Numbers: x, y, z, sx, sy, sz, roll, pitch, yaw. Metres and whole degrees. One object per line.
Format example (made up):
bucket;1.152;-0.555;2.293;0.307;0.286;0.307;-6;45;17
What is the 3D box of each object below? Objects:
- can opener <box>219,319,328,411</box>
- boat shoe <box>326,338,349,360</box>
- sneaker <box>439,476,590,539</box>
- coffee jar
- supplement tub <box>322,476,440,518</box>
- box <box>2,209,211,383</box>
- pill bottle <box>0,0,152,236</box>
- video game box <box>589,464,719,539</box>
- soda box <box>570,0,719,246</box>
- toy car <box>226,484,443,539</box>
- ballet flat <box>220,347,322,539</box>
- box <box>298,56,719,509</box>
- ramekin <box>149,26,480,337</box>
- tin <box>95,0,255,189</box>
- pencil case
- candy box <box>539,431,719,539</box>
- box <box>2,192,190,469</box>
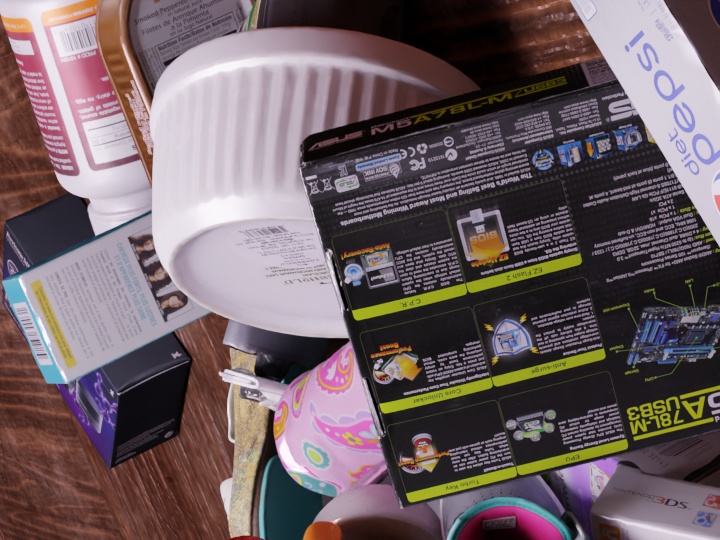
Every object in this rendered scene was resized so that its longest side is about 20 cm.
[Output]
can opener;0.005;0.071;1.321;0.053;0.200;0.067;8;85;62
boat shoe;-0.017;0.016;1.423;0.069;0.071;0.200;-104;19;-54
sneaker;0.074;0.144;1.097;0.121;0.083;0.200;72;180;-46
coffee jar;-0.039;-0.116;1.291;0.200;0.085;0.105;136;143;-65
supplement tub;0.009;0.204;1.454;0.145;0.145;0.200;46;151;34
box;-0.142;0.001;1.490;0.049;0.200;0.082;-6;108;65
pill bottle;-0.183;-0.126;1.556;0.113;0.113;0.200;20;131;57
video game box;0.214;0.204;1.077;0.182;0.047;0.200;10;127;31
soda box;0.173;-0.072;0.945;0.200;0.068;0.063;60;154;9
toy car;-0.041;0.215;1.184;0.200;0.150;0.175;-53;25;41
ballet flat;-0.059;0.117;1.350;0.071;0.071;0.201;134;141;-65
box;0.089;0.004;1.044;0.048;0.199;0.194;-94;-13;-66
ramekin;-0.024;-0.040;1.190;0.200;0.200;0.105;125;155;-63
tin;-0.101;-0.118;1.404;0.042;0.112;0.200;-3;112;54
pencil case;0.025;0.069;1.188;0.088;0.087;0.200;62;146;4
candy box;0.139;0.133;1.212;0.200;0.071;0.168;34;142;47
box;-0.238;0.053;1.889;0.200;0.079;0.141;53;151;23
